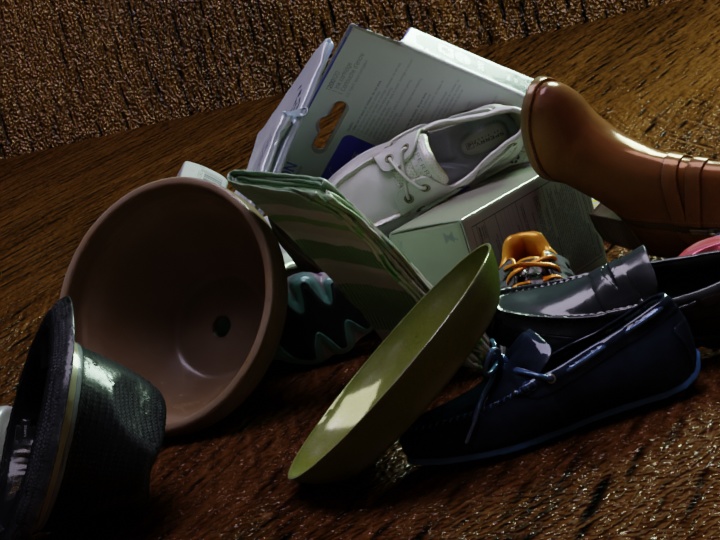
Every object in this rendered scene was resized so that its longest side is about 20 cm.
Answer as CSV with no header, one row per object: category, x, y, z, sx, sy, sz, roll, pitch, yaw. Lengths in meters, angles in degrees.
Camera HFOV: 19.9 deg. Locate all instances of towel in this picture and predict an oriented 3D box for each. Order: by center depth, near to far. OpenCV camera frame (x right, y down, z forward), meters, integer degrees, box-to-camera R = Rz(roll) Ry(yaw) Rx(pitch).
towel,0.000,0.000,1.512,0.023,0.200,0.152,-52,26,-15

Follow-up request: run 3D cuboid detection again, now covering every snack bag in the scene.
snack bag,-0.086,-0.085,1.719,0.189,0.021,0.200,-50,16,58

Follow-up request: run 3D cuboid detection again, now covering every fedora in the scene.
fedora,-0.181,0.113,1.362,0.091,0.201,0.201,13,4,-15

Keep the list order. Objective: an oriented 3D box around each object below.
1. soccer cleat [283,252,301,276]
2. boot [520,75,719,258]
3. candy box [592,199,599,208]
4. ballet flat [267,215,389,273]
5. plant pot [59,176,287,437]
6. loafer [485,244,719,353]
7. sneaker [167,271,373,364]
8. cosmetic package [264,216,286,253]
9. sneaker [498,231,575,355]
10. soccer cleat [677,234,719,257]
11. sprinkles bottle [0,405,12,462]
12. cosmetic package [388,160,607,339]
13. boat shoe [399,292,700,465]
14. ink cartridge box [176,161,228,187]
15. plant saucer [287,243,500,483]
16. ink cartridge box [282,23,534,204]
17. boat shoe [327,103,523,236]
soccer cleat,-0.107,0.025,1.848,0.200,0.069,0.078,-19,14,-32
boot,0.224,-0.076,1.611,0.155,0.200,0.077,8,53,46
candy box,0.264,-0.062,1.861,0.200,0.026,0.102,-13,14,13
ballet flat,0.000,-0.011,1.725,0.200,0.068,0.072,13,-28,-26
plant pot,-0.130,0.036,1.599,0.201,0.201,0.093,-10,-19,27
loafer,0.180,0.015,1.365,0.200,0.071,0.068,-4,31,-5
sneaker,-0.072,0.034,1.716,0.200,0.078,0.140,-13,12,13
cosmetic package,-0.097,-0.012,1.961,0.200,0.051,0.083,-17,-25,-9
sneaker,0.128,0.026,1.481,0.078,0.077,0.200,-14,13,-2
soccer cleat,0.317,-0.014,1.462,0.200,0.067,0.076,-15,6,16
sprinkles bottle,-0.344,0.153,1.529,0.200,0.068,0.068,-13,11,15
cosmetic package,0.115,-0.017,1.647,0.073,0.104,0.200,-9,12,37
boat shoe,0.115,0.067,1.315,0.200,0.069,0.084,-20,12,-12
ink cartridge box,-0.182,0.019,1.765,0.050,0.200,0.161,25,20,-9
plant saucer,0.029,0.067,1.328,0.200,0.031,0.200,-49,4,4
ink cartridge box,0.039,-0.106,1.757,0.200,0.198,0.043,21,32,-16
boat shoe,0.047,-0.084,1.663,0.200,0.071,0.069,-31,-3,-12
